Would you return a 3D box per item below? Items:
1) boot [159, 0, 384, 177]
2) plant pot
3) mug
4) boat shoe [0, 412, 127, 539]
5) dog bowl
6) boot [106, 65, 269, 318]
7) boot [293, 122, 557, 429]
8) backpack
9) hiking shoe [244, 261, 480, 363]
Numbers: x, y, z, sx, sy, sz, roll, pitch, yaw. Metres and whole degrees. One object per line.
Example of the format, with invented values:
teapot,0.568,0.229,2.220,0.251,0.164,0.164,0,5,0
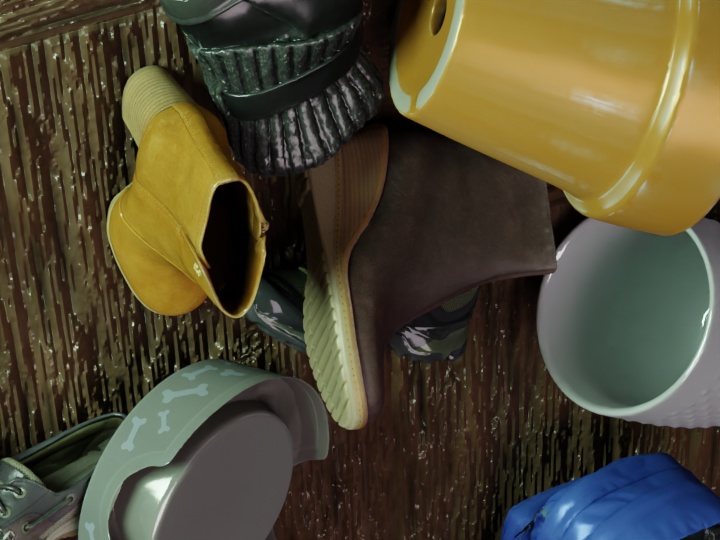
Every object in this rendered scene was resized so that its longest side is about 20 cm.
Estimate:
boot,-0.008,-0.159,1.540,0.211,0.080,0.158,-26,130,7
plant pot,0.123,-0.135,1.575,0.183,0.200,0.200,11,122,-19
mug,0.251,0.032,1.791,0.200,0.148,0.175,-19,159,37
boat shoe,-0.221,0.149,1.672,0.200,0.072,0.065,-26,129,-37
dog bowl,-0.107,0.149,1.720,0.200,0.059,0.200,-36,141,-36
boot,-0.101,-0.012,1.571,0.071,0.144,0.201,-17,134,-16
boot,0.048,0.000,1.635,0.166,0.200,0.072,0,161,-17
backpack,0.180,0.229,1.922,0.162,0.168,0.200,-22,142,-39
hiking shoe,0.000,0.000,1.704,0.200,0.076,0.101,5,113,-42
